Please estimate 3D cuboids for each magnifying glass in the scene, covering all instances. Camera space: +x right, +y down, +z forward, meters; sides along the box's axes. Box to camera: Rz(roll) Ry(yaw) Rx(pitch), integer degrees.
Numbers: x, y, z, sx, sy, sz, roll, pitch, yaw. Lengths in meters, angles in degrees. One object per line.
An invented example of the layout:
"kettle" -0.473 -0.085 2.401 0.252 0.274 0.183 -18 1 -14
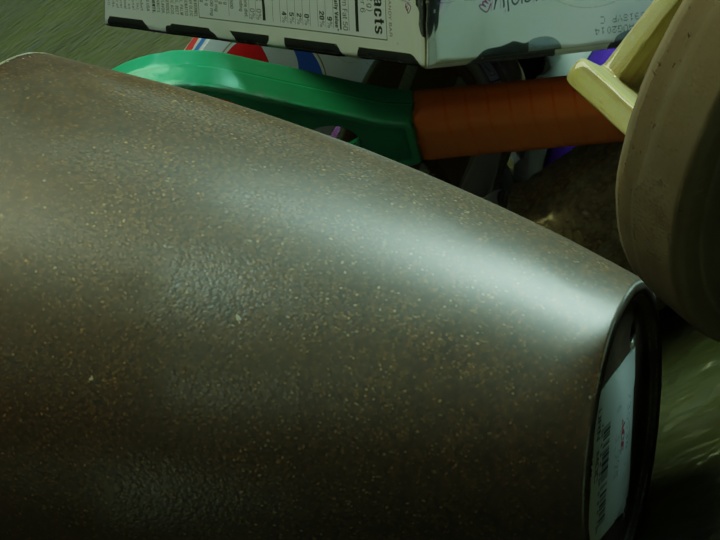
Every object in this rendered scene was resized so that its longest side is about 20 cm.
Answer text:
"magnifying glass" -0.001 -0.045 0.933 0.198 0.080 0.023 -7 48 10

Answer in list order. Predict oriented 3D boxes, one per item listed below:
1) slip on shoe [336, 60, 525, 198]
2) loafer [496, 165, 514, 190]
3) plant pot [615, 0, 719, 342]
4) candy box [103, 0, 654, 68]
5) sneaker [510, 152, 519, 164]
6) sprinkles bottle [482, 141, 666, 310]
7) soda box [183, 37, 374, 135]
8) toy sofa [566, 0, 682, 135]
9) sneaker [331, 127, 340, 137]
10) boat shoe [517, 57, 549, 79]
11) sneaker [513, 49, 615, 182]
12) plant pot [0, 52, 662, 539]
"slip on shoe" 0.000 0.000 1.034 0.061 0.076 0.201 -21 -41 -64
"loafer" -0.026 0.010 1.100 0.199 0.063 0.072 -35 47 5
"plant pot" 0.172 -0.045 0.756 0.201 0.201 0.093 -41 58 -8
"candy box" 0.016 -0.112 0.966 0.136 0.062 0.199 -10 14 -35
"sneaker" 0.071 -0.103 1.186 0.113 0.071 0.201 110 160 -58
"sprinkles bottle" 0.124 -0.038 0.947 0.199 0.068 0.068 -33 18 15
"soda box" -0.021 -0.101 1.119 0.201 0.063 0.068 -55 10 4
"toy sofa" 0.165 -0.100 0.853 0.200 0.083 0.097 -53 -30 13
"sneaker" 0.020 -0.068 1.226 0.114 0.073 0.201 -33 18 7
"boat shoe" 0.080 -0.148 1.042 0.074 0.063 0.202 -39 -28 -51
"sneaker" 0.132 -0.076 1.020 0.201 0.099 0.070 -63 -22 -5
"plant pot" -0.016 0.038 0.840 0.199 0.188 0.187 7 37 18
